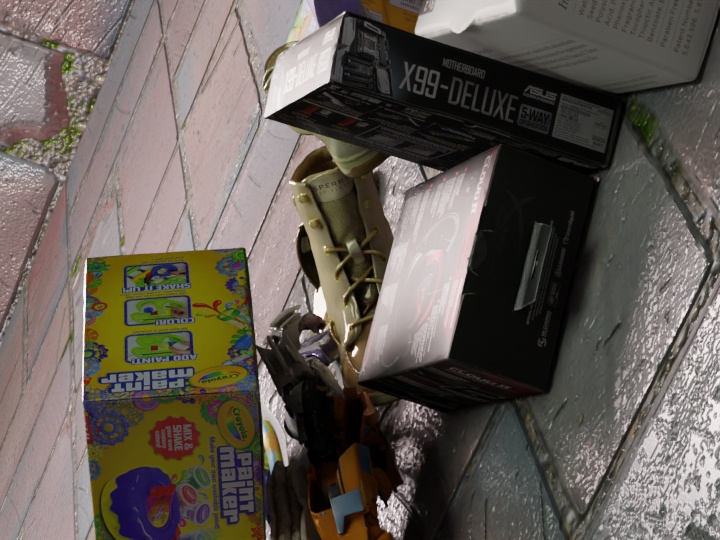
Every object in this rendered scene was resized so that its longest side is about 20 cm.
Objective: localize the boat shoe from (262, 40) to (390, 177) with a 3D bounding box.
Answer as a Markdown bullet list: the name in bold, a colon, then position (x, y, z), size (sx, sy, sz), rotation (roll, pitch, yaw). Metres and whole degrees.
- **boat shoe**: position (-0.031, -0.135, 1.683), size (0.073, 0.063, 0.201), rotation (-38, 32, 3)

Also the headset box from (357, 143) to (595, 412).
- **headset box**: position (0.078, 0.008, 1.517), size (0.200, 0.074, 0.150), rotation (156, 131, -69)

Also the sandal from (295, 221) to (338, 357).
- **sandal**: position (-0.030, -0.017, 1.949), size (0.080, 0.054, 0.201), rotation (130, 153, -53)

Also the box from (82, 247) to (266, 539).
- **box**: position (-0.129, 0.120, 1.608), size (0.193, 0.121, 0.202), rotation (-102, 9, -60)

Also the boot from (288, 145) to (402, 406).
- **boot**: position (0.000, 0.000, 1.671), size (0.200, 0.072, 0.157), rotation (-100, -7, -68)

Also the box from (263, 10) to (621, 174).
- **box**: position (0.052, -0.107, 1.511), size (0.158, 0.198, 0.050), rotation (165, 120, -72)

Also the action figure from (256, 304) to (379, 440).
- **action figure**: position (-0.033, 0.090, 1.741), size (0.200, 0.069, 0.131), rotation (-177, 66, -86)

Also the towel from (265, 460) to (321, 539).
- **towel**: position (-0.026, 0.232, 1.568), size (0.201, 0.034, 0.133), rotation (-98, -14, -55)

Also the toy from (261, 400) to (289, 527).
- **toy**: position (-0.089, 0.169, 1.882), size (0.200, 0.047, 0.116), rotation (-129, 30, -75)

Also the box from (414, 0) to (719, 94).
- **box**: position (0.147, -0.226, 1.449), size (0.199, 0.130, 0.202), rotation (-178, 105, -73)

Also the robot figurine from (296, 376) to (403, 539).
- **robot figurine**: position (0.000, 0.163, 1.564), size (0.201, 0.058, 0.146), rotation (-100, -8, -53)

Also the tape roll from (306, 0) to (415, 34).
- **tape roll**: position (0.058, -0.220, 1.617), size (0.085, 0.198, 0.201), rotation (-110, 41, -65)

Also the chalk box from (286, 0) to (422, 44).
- **chalk box**: position (0.015, -0.194, 1.875), size (0.200, 0.123, 0.125), rotation (-155, 84, -75)
